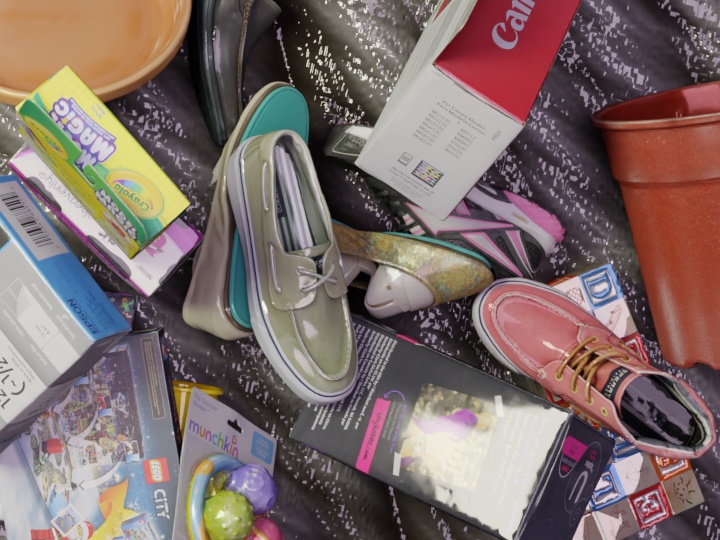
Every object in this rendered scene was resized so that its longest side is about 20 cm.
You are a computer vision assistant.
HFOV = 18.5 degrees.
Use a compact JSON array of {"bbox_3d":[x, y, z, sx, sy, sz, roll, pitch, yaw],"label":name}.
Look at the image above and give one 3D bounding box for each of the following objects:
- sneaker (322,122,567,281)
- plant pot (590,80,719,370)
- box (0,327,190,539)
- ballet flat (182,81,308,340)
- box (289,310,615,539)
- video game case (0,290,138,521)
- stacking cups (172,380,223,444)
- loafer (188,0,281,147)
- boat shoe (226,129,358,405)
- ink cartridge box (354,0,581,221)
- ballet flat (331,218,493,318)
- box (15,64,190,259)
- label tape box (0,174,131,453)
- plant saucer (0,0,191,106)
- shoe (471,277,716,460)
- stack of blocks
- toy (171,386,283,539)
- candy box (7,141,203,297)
[{"bbox_3d":[0.057,-0.043,1.689,0.199,0.080,0.087,28,89,-5],"label":"sneaker"},{"bbox_3d":[0.286,-0.037,1.674,0.199,0.201,0.197,-11,100,-8],"label":"plant pot"},{"bbox_3d":[-0.197,0.152,1.626,0.135,0.038,0.202,-9,93,2],"label":"box"},{"bbox_3d":[-0.090,-0.045,1.638,0.069,0.069,0.202,16,71,-8],"label":"ballet flat"},{"bbox_3d":[0.069,0.123,1.626,0.199,0.122,0.107,24,86,25],"label":"box"},{"bbox_3d":[-0.275,0.097,1.662,0.198,0.036,0.183,6,90,-8],"label":"video game case"},{"bbox_3d":[-0.149,0.185,1.672,0.060,0.060,0.202,10,91,-8],"label":"stacking cups"},{"bbox_3d":[-0.094,-0.195,1.672,0.072,0.073,0.202,-4,92,-12],"label":"loafer"},{"bbox_3d":[-0.046,-0.003,1.576,0.072,0.062,0.202,-17,86,-27],"label":"boat shoe"},{"bbox_3d":[0.097,-0.167,1.604,0.084,0.176,0.201,32,51,-7],"label":"ink cartridge box"},{"bbox_3d":[0.000,0.000,1.659,0.198,0.071,0.071,17,88,16],"label":"ballet flat"},{"bbox_3d":[-0.164,-0.066,1.393,0.048,0.200,0.117,-42,95,-5],"label":"box"},{"bbox_3d":[-0.281,0.051,1.567,0.200,0.066,0.144,-41,83,19],"label":"label tape box"},{"bbox_3d":[-0.223,-0.188,1.624,0.198,0.038,0.201,2,52,-2],"label":"plant saucer"},{"bbox_3d":[0.175,0.072,1.638,0.199,0.091,0.072,36,85,-6],"label":"shoe"},{"bbox_3d":[0.173,0.108,1.714,0.114,0.059,0.201,-22,93,-8],"label":"stack of blocks"},{"bbox_3d":[-0.089,0.197,1.617,0.047,0.115,0.202,-6,63,31],"label":"toy"},{"bbox_3d":[-0.184,-0.047,1.592,0.136,0.200,0.061,44,86,-4],"label":"candy box"}]
